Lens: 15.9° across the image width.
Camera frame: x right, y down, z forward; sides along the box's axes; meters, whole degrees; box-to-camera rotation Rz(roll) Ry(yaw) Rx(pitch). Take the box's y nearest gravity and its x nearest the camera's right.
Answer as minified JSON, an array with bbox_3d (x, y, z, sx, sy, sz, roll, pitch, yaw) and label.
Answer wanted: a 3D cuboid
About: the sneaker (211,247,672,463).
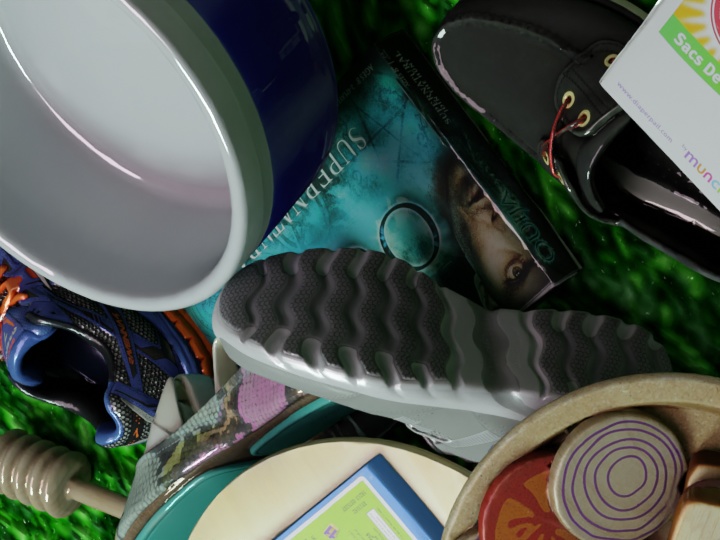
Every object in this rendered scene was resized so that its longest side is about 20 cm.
[{"bbox_3d":[0.030,0.052,1.116,0.199,0.075,0.082,16,136,-4],"label":"sneaker"}]

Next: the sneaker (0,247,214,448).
[{"bbox_3d":[-0.158,0.019,1.300,0.200,0.078,0.076,33,127,23],"label":"sneaker"}]

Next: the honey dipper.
[{"bbox_3d":[-0.110,0.129,1.342,0.199,0.038,0.038,18,121,31],"label":"honey dipper"}]

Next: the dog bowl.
[{"bbox_3d":[-0.111,-0.084,1.104,0.199,0.079,0.201,24,140,22],"label":"dog bowl"}]

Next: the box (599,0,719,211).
[{"bbox_3d":[0.204,-0.047,0.944,0.200,0.112,0.101,48,132,13],"label":"box"}]

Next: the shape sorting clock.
[{"bbox_3d":[0.008,0.170,1.165,0.199,0.039,0.201,4,105,16],"label":"shape sorting clock"}]

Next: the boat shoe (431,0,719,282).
[{"bbox_3d":[0.107,-0.060,1.056,0.201,0.063,0.074,32,130,26],"label":"boat shoe"}]

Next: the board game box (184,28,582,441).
[{"bbox_3d":[0.000,0.000,1.194,0.135,0.028,0.200,53,134,8],"label":"board game box"}]

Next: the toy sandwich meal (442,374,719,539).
[{"bbox_3d":[0.131,0.138,1.060,0.204,0.070,0.206,0,109,-1],"label":"toy sandwich meal"}]

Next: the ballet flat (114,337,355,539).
[{"bbox_3d":[-0.058,0.068,1.219,0.200,0.069,0.071,-42,63,40],"label":"ballet flat"}]
